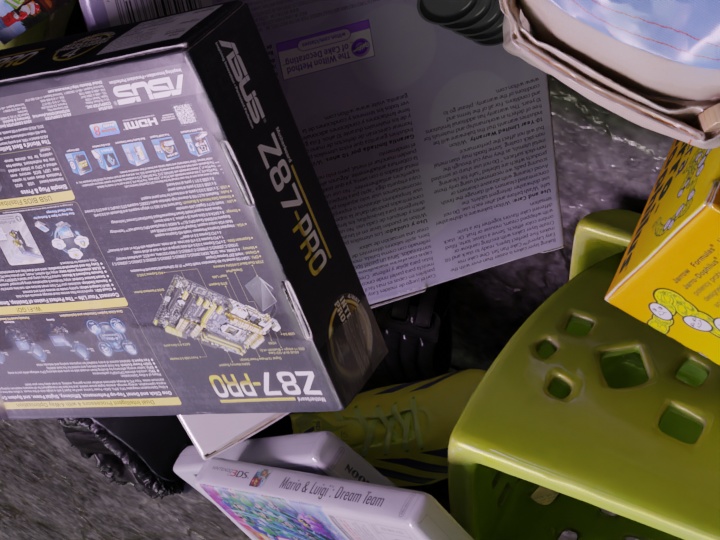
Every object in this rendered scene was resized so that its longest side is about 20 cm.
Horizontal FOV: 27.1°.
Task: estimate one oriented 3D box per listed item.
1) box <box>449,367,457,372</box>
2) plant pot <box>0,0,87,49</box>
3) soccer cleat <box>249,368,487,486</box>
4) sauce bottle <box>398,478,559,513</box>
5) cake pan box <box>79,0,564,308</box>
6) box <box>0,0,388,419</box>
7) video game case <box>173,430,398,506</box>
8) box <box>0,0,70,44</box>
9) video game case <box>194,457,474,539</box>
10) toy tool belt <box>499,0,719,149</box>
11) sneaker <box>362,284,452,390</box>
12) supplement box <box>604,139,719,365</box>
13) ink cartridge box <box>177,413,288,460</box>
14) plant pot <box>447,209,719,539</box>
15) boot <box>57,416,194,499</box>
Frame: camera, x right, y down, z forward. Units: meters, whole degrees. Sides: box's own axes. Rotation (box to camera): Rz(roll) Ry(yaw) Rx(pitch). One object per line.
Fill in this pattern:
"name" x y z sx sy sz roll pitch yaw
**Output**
"box" 0.049 0.164 1.111 0.035 0.110 0.200 22 152 12
"plant pot" -0.129 -0.106 0.762 0.190 0.200 0.200 18 153 43
"soccer cleat" 0.000 0.102 0.932 0.200 0.065 0.084 -16 155 31
"sauce bottle" 0.103 0.124 0.957 0.200 0.065 0.065 -14 138 14
"cake pan box" -0.015 -0.069 0.654 0.052 0.200 0.185 -120 15 -59
"box" -0.105 -0.015 0.611 0.200 0.049 0.162 -6 118 33
"video game case" -0.004 0.161 0.876 0.182 0.023 0.200 42 155 -17
"box" -0.185 -0.201 0.642 0.038 0.200 0.137 -31 129 8
"video game case" 0.026 0.175 0.809 0.182 0.024 0.200 0 140 50
"toy tool belt" 0.145 -0.111 0.546 0.200 0.125 0.123 17 159 19
"sneaker" 0.000 0.000 0.937 0.099 0.071 0.200 -7 129 23
"supplement box" 0.232 0.001 0.667 0.200 0.109 0.110 30 152 -2
"ink cartridge box" -0.098 0.024 0.909 0.146 0.084 0.200 60 174 -2
"plant pot" 0.172 0.093 0.801 0.199 0.182 0.200 19 151 16
"boot" -0.158 0.052 1.053 0.073 0.163 0.198 3 142 43
